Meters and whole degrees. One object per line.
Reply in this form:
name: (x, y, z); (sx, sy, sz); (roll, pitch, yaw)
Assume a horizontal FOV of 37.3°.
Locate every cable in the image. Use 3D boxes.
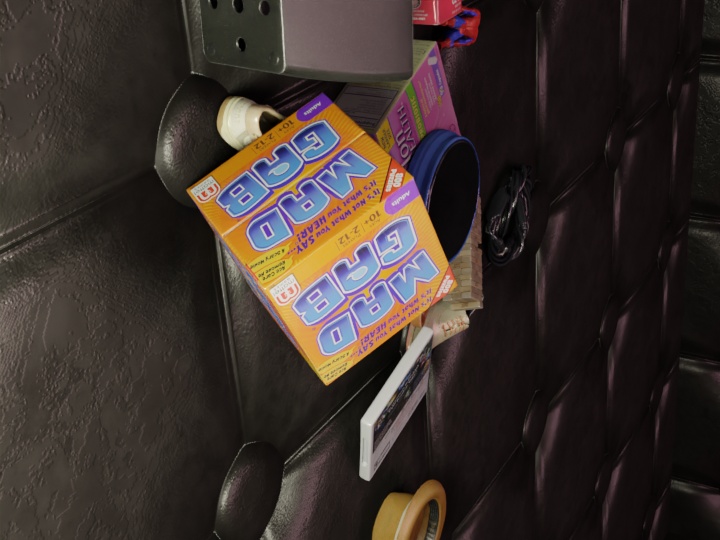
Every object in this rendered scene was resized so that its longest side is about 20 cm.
cable: (0.295, -0.108, 2.031); (0.201, 0.050, 0.163); (-66, 148, -23)

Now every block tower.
block tower: (0.169, -0.037, 1.779); (0.058, 0.054, 0.202); (20, 66, -60)

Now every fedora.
fedora: (0.074, 0.439, 1.804); (0.200, 0.081, 0.202); (-40, 138, -48)

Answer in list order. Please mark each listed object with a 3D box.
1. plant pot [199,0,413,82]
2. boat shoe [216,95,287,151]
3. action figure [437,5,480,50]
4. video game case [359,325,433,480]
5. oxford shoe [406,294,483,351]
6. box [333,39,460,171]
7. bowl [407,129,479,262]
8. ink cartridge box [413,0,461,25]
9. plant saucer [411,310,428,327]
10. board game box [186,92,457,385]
plant pot: (-0.072, -0.309, 1.192); (0.177, 0.199, 0.202); (-23, 120, -43)
boat shoe: (-0.097, -0.153, 1.312); (0.200, 0.065, 0.073); (37, 68, -58)
action figure: (0.148, -0.383, 1.681); (0.200, 0.051, 0.066); (-30, 131, -59)
video game case: (0.056, 0.211, 1.693); (0.200, 0.023, 0.182); (-53, 159, -32)
oxford shoe: (0.141, 0.083, 1.804); (0.200, 0.073, 0.071); (-51, 141, -40)
box: (0.047, -0.199, 1.518); (0.201, 0.096, 0.177); (-58, 145, -32)
bowl: (0.119, -0.102, 1.545); (0.200, 0.039, 0.202); (-33, 129, -53)
ink cartridge box: (0.051, -0.431, 1.394); (0.086, 0.147, 0.202); (-36, 131, -50)
plant saucer: (0.100, -0.011, 1.688); (0.200, 0.032, 0.202); (10, 90, -81)
board game box: (-0.042, -0.037, 1.242); (0.199, 0.200, 0.200); (-37, 139, -7)
